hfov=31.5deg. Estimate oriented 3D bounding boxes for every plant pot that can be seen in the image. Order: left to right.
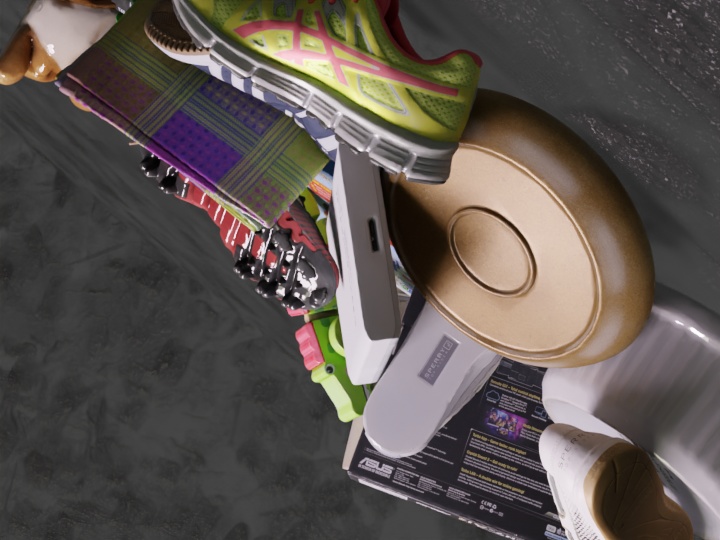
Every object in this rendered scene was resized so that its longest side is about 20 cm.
[{"bbox_3d":[0.085,-0.016,0.783,0.199,0.027,0.201,29,141,27],"label":"plant pot"}]

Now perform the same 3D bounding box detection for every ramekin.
[{"bbox_3d":[0.212,0.099,0.863,0.202,0.094,0.202,39,170,8],"label":"ramekin"}]

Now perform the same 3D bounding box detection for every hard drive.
[{"bbox_3d":[0.000,0.000,0.884,0.200,0.026,0.133,107,155,-77],"label":"hard drive"}]

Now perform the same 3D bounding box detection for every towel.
[{"bbox_3d":[-0.101,-0.128,0.902,0.199,0.144,0.023,35,158,13],"label":"towel"}]

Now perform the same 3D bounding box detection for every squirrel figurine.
[{"bbox_3d":[-0.218,-0.196,1.174,0.186,0.142,0.200,33,-173,-20],"label":"squirrel figurine"}]

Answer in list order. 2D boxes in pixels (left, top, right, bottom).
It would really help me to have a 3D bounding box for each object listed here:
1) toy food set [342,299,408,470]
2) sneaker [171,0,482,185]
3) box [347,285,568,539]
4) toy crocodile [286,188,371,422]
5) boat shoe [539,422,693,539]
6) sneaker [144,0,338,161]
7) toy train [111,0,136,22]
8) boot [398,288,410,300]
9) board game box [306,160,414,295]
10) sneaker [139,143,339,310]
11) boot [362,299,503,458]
[{"bbox_3d":[0.096,0.119,1.049,0.198,0.145,0.060,14,167,5],"label":"toy food set"},{"bbox_3d":[-0.017,-0.134,0.727,0.199,0.091,0.078,32,-163,6],"label":"sneaker"},{"bbox_3d":[0.108,0.119,0.994,0.198,0.162,0.044,19,167,6],"label":"box"},{"bbox_3d":[-0.034,0.024,1.035,0.067,0.061,0.202,-25,79,66],"label":"toy crocodile"},{"bbox_3d":[0.167,0.161,0.844,0.069,0.071,0.201,32,159,42],"label":"boat shoe"},{"bbox_3d":[-0.057,-0.137,0.865,0.199,0.070,0.109,18,158,40],"label":"sneaker"},{"bbox_3d":[-0.106,-0.172,0.970,0.199,0.056,0.042,35,142,19],"label":"toy train"},{"bbox_3d":[0.062,0.107,1.192,0.182,0.072,0.202,-171,75,-74],"label":"boot"},{"bbox_3d":[0.005,-0.060,1.054,0.199,0.056,0.196,36,169,26],"label":"board game box"},{"bbox_3d":[-0.072,-0.055,0.939,0.200,0.098,0.071,46,136,21],"label":"sneaker"},{"bbox_3d":[0.074,0.042,0.920,0.073,0.200,0.096,40,-169,7],"label":"boot"}]
